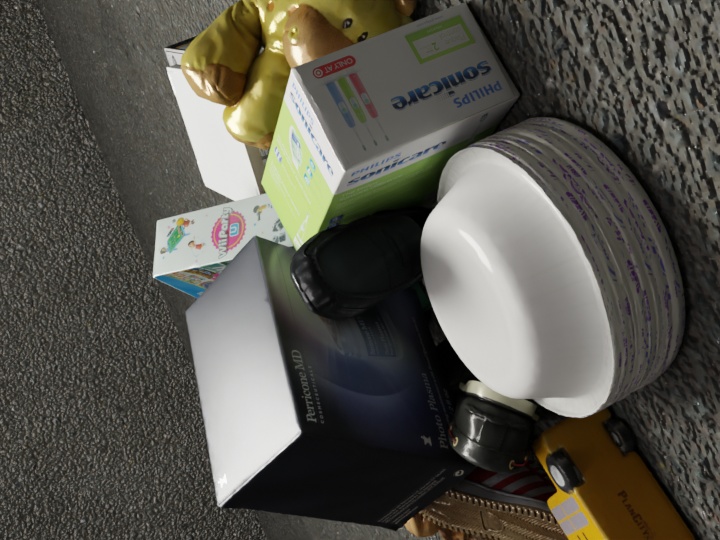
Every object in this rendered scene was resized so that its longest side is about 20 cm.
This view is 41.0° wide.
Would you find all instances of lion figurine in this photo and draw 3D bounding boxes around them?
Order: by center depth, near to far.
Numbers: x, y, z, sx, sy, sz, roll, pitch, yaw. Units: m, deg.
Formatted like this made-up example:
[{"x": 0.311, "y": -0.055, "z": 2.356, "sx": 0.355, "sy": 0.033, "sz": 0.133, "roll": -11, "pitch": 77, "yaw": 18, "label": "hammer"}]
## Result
[{"x": 0.081, "y": 0.236, "z": 0.981, "sx": 0.072, "sy": 0.199, "sz": 0.124, "roll": -4, "pitch": 80, "yaw": 38, "label": "lion figurine"}]

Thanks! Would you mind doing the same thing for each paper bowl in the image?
[{"x": 0.115, "y": 0.005, "z": 0.661, "sx": 0.201, "sy": 0.104, "sz": 0.202, "roll": 55, "pitch": 159, "yaw": 33, "label": "paper bowl"}]

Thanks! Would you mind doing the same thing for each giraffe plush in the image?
[{"x": -0.029, "y": -0.194, "z": 0.783, "sx": 0.162, "sy": 0.171, "sz": 0.202, "roll": 15, "pitch": 93, "yaw": 54, "label": "giraffe plush"}]

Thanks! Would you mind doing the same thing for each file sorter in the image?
[{"x": -0.101, "y": -0.160, "z": 1.009, "sx": 0.200, "sy": 0.124, "sz": 0.140, "roll": 28, "pitch": 138, "yaw": 61, "label": "file sorter"}]

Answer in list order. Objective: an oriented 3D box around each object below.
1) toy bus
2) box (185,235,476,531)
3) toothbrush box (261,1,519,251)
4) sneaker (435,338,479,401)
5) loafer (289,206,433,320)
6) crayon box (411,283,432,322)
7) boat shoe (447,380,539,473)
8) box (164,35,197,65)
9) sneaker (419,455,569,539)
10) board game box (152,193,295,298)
[{"x": 0.205, "y": 0.204, "z": 0.725, "sx": 0.201, "sy": 0.065, "sz": 0.078, "roll": 58, "pitch": 162, "yaw": 19, "label": "toy bus"}, {"x": -0.028, "y": 0.101, "z": 0.838, "sx": 0.123, "sy": 0.197, "sz": 0.201, "roll": -45, "pitch": 46, "yaw": 31, "label": "box"}, {"x": 0.013, "y": -0.097, "z": 0.743, "sx": 0.087, "sy": 0.145, "sz": 0.200, "roll": 62, "pitch": 162, "yaw": 10, "label": "toothbrush box"}, {"x": 0.088, "y": 0.124, "z": 0.955, "sx": 0.088, "sy": 0.074, "sz": 0.200, "roll": 44, "pitch": 155, "yaw": -5, "label": "sneaker"}, {"x": 0.015, "y": -0.015, "z": 0.723, "sx": 0.070, "sy": 0.200, "sz": 0.069, "roll": -32, "pitch": 85, "yaw": 29, "label": "loafer"}, {"x": 0.000, "y": 0.000, "z": 1.049, "sx": 0.201, "sy": 0.051, "sz": 0.126, "roll": 56, "pitch": 160, "yaw": 23, "label": "crayon box"}, {"x": 0.107, "y": 0.130, "z": 0.792, "sx": 0.073, "sy": 0.064, "sz": 0.201, "roll": 20, "pitch": 175, "yaw": 10, "label": "boat shoe"}, {"x": -0.183, "y": -0.238, "z": 1.240, "sx": 0.200, "sy": 0.060, "sz": 0.118, "roll": 29, "pitch": 140, "yaw": 62, "label": "box"}, {"x": 0.155, "y": 0.195, "z": 0.869, "sx": 0.198, "sy": 0.113, "sz": 0.072, "roll": 12, "pitch": 129, "yaw": 30, "label": "sneaker"}, {"x": -0.076, "y": -0.018, "z": 0.933, "sx": 0.147, "sy": 0.198, "sz": 0.065, "roll": 32, "pitch": -128, "yaw": -56, "label": "board game box"}]
